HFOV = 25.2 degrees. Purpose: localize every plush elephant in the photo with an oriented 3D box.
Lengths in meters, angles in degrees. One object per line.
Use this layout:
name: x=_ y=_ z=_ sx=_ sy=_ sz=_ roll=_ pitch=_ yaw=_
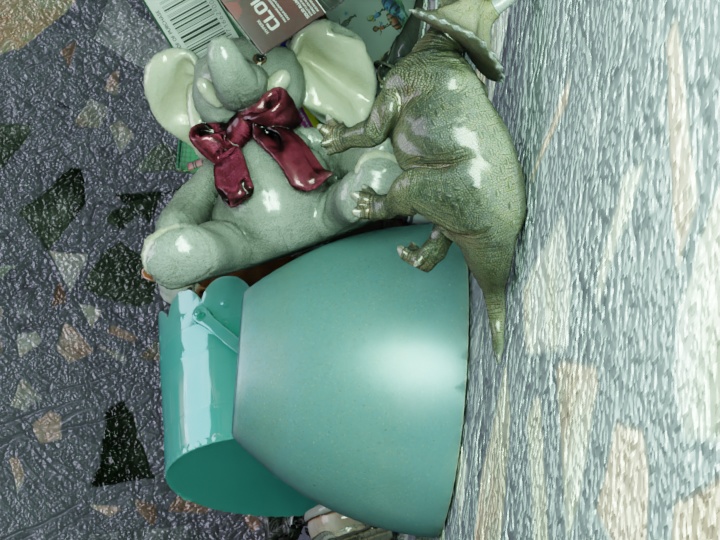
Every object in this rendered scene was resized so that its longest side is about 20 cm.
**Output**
plush elephant: x=-0.064 y=-0.086 z=1.026 sx=0.200 sy=0.164 sz=0.155 roll=-12 pitch=-97 yaw=-86

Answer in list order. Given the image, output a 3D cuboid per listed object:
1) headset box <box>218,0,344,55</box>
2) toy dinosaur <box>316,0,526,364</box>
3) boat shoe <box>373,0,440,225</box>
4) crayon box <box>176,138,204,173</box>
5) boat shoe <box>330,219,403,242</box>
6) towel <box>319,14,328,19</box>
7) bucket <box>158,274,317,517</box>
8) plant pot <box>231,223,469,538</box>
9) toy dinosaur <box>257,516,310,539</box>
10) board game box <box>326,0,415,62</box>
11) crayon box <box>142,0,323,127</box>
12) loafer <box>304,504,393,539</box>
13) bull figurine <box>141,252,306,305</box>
headset box: x=-0.016 y=-0.227 z=0.985 sx=0.077 sy=0.200 sz=0.149 roll=53 pitch=-164 yaw=-24
toy dinosaur: x=0.042 y=-0.054 z=0.794 sx=0.102 sy=0.077 sz=0.201 roll=-21 pitch=75 yaw=49
boat shoe: x=0.035 y=-0.120 z=1.103 sx=0.069 sy=0.056 sz=0.201 roll=-92 pitch=7 yaw=-59
crayon box: x=-0.064 y=-0.113 z=1.468 sx=0.119 sy=0.199 sz=0.059 roll=-112 pitch=27 yaw=-81
boat shoe: x=0.000 y=0.000 z=1.357 sx=0.200 sy=0.075 sz=0.074 roll=103 pitch=-176 yaw=-50
towel: x=-0.004 y=-0.143 z=1.186 sx=0.200 sy=0.018 sz=0.086 roll=56 pitch=-164 yaw=-21
bucket: x=-0.067 y=0.106 z=1.297 sx=0.207 sy=0.206 sz=0.135 roll=102 pitch=167 yaw=-61
plant pot: x=-0.012 y=0.065 z=1.028 sx=0.200 sy=0.134 sz=0.201 roll=-176 pitch=90 yaw=-85
toy dinosaur: x=-0.033 y=0.219 z=1.477 sx=0.136 sy=0.102 sz=0.200 roll=-53 pitch=6 yaw=50
board game box: x=-0.041 y=-0.190 z=1.328 sx=0.064 sy=0.200 sz=0.148 roll=51 pitch=-166 yaw=-21
crayon box: x=-0.065 y=-0.150 z=1.169 sx=0.200 sy=0.058 sz=0.173 roll=59 pitch=-161 yaw=-19
loafer: x=-0.002 y=0.215 z=1.266 sx=0.200 sy=0.072 sz=0.063 roll=86 pitch=171 yaw=-76
bull figurine: x=-0.096 y=-0.028 z=1.345 sx=0.200 sy=0.065 sz=0.122 roll=3 pitch=-67 yaw=-57
